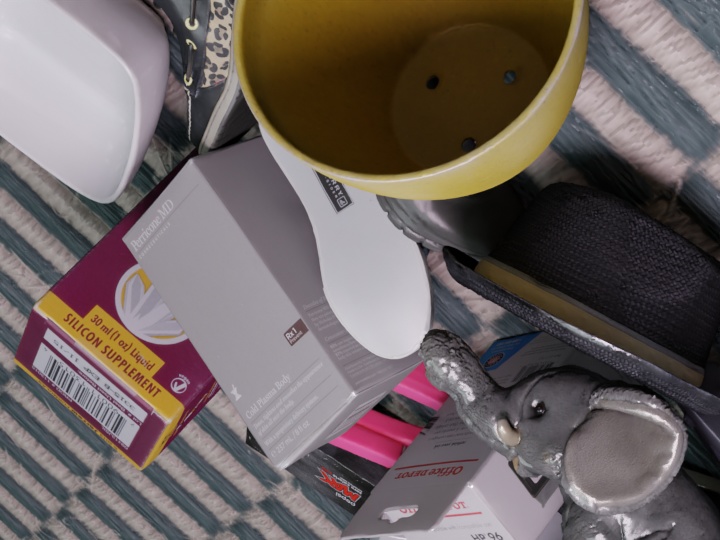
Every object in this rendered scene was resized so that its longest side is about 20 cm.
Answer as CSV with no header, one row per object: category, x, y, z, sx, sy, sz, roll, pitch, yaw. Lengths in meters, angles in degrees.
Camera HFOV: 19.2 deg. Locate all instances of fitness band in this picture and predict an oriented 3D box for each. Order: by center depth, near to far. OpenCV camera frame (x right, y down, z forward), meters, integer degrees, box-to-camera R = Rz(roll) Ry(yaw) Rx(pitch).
fitness band,0.014,0.097,1.571,0.200,0.037,0.144,24,153,-18

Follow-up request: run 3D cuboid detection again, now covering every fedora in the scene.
fedora,0.151,0.006,1.285,0.200,0.092,0.201,28,-178,-1

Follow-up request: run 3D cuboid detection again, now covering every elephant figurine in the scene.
elephant figurine,0.148,0.118,1.320,0.141,0.155,0.200,-8,95,56

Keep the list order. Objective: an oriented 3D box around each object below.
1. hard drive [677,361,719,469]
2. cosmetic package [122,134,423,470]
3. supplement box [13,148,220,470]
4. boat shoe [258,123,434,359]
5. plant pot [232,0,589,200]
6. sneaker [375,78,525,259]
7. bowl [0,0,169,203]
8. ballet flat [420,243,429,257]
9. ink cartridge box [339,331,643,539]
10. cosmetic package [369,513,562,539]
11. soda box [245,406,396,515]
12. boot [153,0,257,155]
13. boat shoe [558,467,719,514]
hard drive,0.260,0.136,1.317,0.135,0.042,0.200,54,-179,-24
cosmetic package,-0.061,0.019,1.451,0.200,0.090,0.107,52,131,11
supplement box,-0.136,0.024,1.554,0.131,0.200,0.103,39,149,4
boat shoe,0.000,-0.037,1.411,0.071,0.064,0.200,-25,83,16
plant pot,0.046,-0.120,1.210,0.200,0.200,0.142,25,172,26
sneaker,0.039,-0.087,1.350,0.200,0.076,0.091,43,139,-10
bowl,-0.221,-0.161,1.539,0.200,0.075,0.200,37,148,7
ballet flat,0.000,0.000,1.502,0.074,0.074,0.200,36,148,10
ink cartridge box,0.089,0.130,1.436,0.068,0.200,0.116,51,148,-16
cosmetic package,0.104,0.228,1.608,0.200,0.052,0.151,10,144,-2
soda box,0.006,0.153,1.692,0.200,0.063,0.071,32,149,16
boot,-0.119,-0.178,1.411,0.154,0.073,0.204,38,146,12
boat shoe,0.176,0.167,1.503,0.200,0.068,0.072,14,146,30
